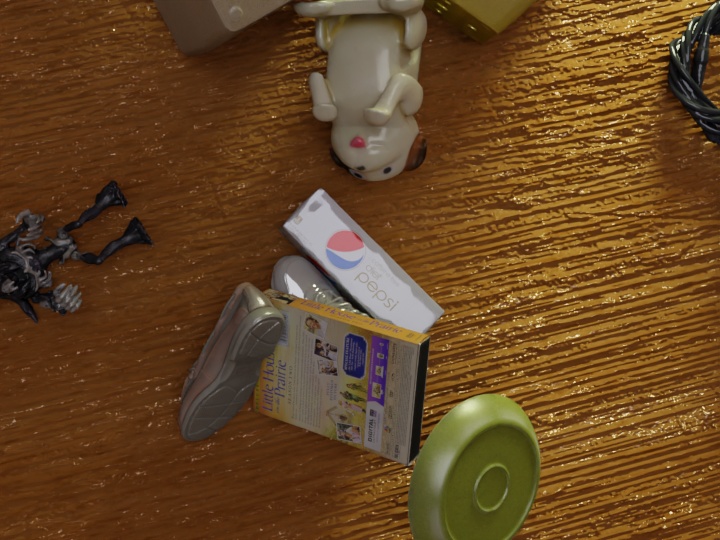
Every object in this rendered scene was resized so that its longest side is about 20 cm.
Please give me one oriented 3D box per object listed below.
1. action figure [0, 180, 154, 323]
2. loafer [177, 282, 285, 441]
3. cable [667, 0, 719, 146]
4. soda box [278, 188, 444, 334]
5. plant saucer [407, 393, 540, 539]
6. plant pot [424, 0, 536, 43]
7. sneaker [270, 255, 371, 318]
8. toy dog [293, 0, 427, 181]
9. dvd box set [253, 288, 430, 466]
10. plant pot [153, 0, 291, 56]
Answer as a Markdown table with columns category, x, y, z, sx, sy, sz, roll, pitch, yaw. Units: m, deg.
| category | x | y | z | sx | sy | sz | roll | pitch | yaw |
| --- | --- | --- | --- | --- | --- | --- | --- | --- | --- |
| action figure | -0.333 | -0.016 | 1.162 | 0.200 | 0.102 | 0.119 | -32 | 103 | -10 |
| loafer | -0.147 | 0.100 | 1.175 | 0.063 | 0.072 | 0.200 | 54 | 124 | 33 |
| cable | 0.468 | -0.255 | 1.317 | 0.200 | 0.051 | 0.163 | -44 | 89 | -5 |
| soda box | 0.000 | 0.000 | 1.223 | 0.200 | 0.068 | 0.064 | 44 | 82 | -4 |
| plant saucer | 0.137 | 0.238 | 1.198 | 0.199 | 0.031 | 0.201 | -9 | 105 | -37 |
| plant pot | 0.140 | -0.369 | 1.208 | 0.200 | 0.200 | 0.177 | 33 | 95 | -5 |
| sneaker | -0.018 | 0.060 | 1.196 | 0.078 | 0.099 | 0.200 | -42 | 99 | -35 |
| toy dog | 0.008 | -0.200 | 1.199 | 0.139 | 0.194 | 0.201 | 0 | 103 | 9 |
| dvd box set | -0.025 | 0.113 | 1.156 | 0.199 | 0.029 | 0.147 | 15 | 115 | 26 |
| plant pot | -0.132 | -0.350 | 1.135 | 0.199 | 0.177 | 0.201 | -32 | 115 | -8 |
